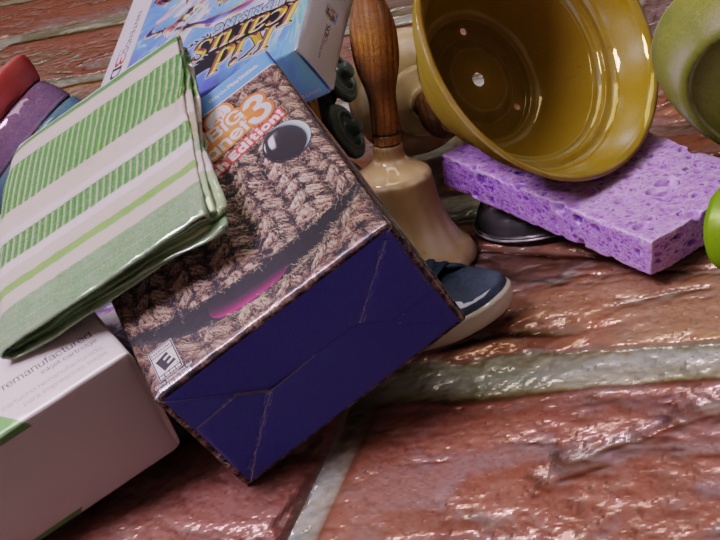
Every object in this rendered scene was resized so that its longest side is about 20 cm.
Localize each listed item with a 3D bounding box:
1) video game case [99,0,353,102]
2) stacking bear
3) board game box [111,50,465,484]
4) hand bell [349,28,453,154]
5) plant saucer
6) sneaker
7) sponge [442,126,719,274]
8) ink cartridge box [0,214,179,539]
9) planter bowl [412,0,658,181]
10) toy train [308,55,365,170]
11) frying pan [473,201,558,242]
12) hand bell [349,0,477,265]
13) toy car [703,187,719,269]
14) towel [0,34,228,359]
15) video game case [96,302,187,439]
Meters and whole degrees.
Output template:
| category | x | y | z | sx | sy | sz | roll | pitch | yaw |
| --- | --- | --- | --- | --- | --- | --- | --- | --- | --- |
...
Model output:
| category | x | y | z | sx | sy | sz | roll | pitch | yaw |
| --- | --- | --- | --- | --- | --- | --- | --- | --- | --- |
| video game case | -0.094 | -0.170 | 1.072 | 0.199 | 0.045 | 0.182 | -19 | 43 | 32 |
| stacking bear | -0.206 | -0.056 | 1.126 | 0.114 | 0.200 | 0.122 | -45 | 10 | 35 |
| board game box | -0.061 | -0.007 | 0.894 | 0.159 | 0.097 | 0.200 | -37 | 43 | 2 |
| hand bell | 0.054 | -0.127 | 1.157 | 0.104 | 0.105 | 0.200 | -17 | 14 | -4 |
| plant saucer | 0.288 | -0.125 | 0.982 | 0.199 | 0.200 | 0.031 | -3 | 56 | 27 |
| sneaker | 0.000 | 0.000 | 0.983 | 0.199 | 0.085 | 0.075 | -2 | 26 | 28 |
| sponge | 0.160 | -0.063 | 1.033 | 0.111 | 0.030 | 0.200 | -29 | 37 | -28 |
| ink cartridge box | -0.221 | 0.068 | 0.899 | 0.146 | 0.085 | 0.200 | -34 | 40 | -15 |
| planter bowl | 0.100 | -0.143 | 1.029 | 0.200 | 0.201 | 0.083 | -33 | 3 | -36 |
| toy train | -0.053 | -0.106 | 1.137 | 0.085 | 0.114 | 0.201 | -27 | 57 | 26 |
| frying pan | 0.144 | -0.041 | 1.060 | 0.114 | 0.031 | 0.190 | -20 | 21 | -7 |
| hand bell | 0.016 | -0.097 | 1.033 | 0.104 | 0.201 | 0.104 | -8 | 24 | 4 |
| toy car | 0.291 | -0.104 | 0.885 | 0.164 | 0.201 | 0.158 | 5 | 31 | 39 |
| towel | -0.151 | -0.049 | 0.898 | 0.152 | 0.023 | 0.200 | -31 | 38 | 11 |
| video game case | -0.158 | 0.054 | 0.996 | 0.199 | 0.019 | 0.143 | 13 | 35 | 37 |
